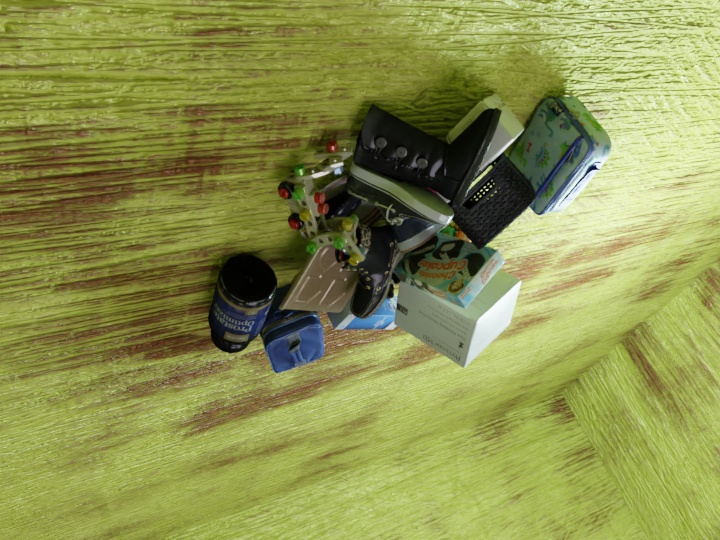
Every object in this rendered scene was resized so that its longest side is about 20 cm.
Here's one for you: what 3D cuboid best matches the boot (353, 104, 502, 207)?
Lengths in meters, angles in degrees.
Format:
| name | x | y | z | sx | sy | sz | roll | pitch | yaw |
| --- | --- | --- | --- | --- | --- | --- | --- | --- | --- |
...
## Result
| name | x | y | z | sx | sy | sz | roll | pitch | yaw |
| --- | --- | --- | --- | --- | --- | --- | --- | --- | --- |
| boot | 0.100 | -0.210 | 0.979 | 0.167 | 0.197 | 0.066 | -66 | 174 | 28 |

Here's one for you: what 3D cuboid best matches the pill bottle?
| name | x | y | z | sx | sy | sz | roll | pitch | yaw |
| --- | --- | --- | --- | --- | --- | --- | --- | --- | --- |
| pill bottle | -0.233 | 0.072 | 1.209 | 0.110 | 0.113 | 0.201 | -10 | 148 | -29 |

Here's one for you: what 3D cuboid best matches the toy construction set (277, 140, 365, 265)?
| name | x | y | z | sx | sy | sz | roll | pitch | yaw |
| --- | --- | --- | --- | --- | --- | --- | --- | --- | --- |
| toy construction set | -0.059 | -0.109 | 1.026 | 0.092 | 0.129 | 0.204 | -43 | 135 | -51 |

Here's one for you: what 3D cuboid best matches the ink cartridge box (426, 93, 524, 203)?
| name | x | y | z | sx | sy | sz | roll | pitch | yaw |
| --- | --- | --- | --- | --- | --- | --- | --- | --- | --- |
| ink cartridge box | 0.177 | -0.197 | 1.083 | 0.200 | 0.085 | 0.145 | -44 | 179 | 29 |

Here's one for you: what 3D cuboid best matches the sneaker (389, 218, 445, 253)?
| name | x | y | z | sx | sy | sz | roll | pitch | yaw |
| --- | --- | --- | --- | --- | --- | --- | --- | --- | --- |
| sneaker | 0.112 | -0.120 | 1.181 | 0.069 | 0.110 | 0.199 | -21 | -169 | 40 |

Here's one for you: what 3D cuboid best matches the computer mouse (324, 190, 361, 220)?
| name | x | y | z | sx | sy | sz | roll | pitch | yaw |
| --- | --- | --- | --- | --- | --- | --- | --- | --- | --- |
| computer mouse | 0.010 | -0.131 | 1.113 | 0.197 | 0.034 | 0.059 | -29 | 152 | 3 |

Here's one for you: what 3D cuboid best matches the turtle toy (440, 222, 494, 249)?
| name | x | y | z | sx | sy | sz | roll | pitch | yaw |
| --- | --- | --- | --- | --- | --- | --- | --- | --- | --- |
| turtle toy | 0.224 | -0.077 | 1.352 | 0.198 | 0.144 | 0.103 | -25 | 127 | -42 |

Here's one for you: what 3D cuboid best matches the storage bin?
| name | x | y | z | sx | sy | sz | roll | pitch | yaw |
| --- | --- | --- | --- | --- | --- | --- | --- | --- | --- |
| storage bin | 0.238 | -0.133 | 1.148 | 0.135 | 0.094 | 0.200 | -43 | -176 | 19 |

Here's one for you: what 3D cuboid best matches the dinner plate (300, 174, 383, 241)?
| name | x | y | z | sx | sy | sz | roll | pitch | yaw |
| --- | --- | --- | --- | --- | --- | --- | --- | --- | --- |
| dinner plate | -0.025 | -0.120 | 1.163 | 0.196 | 0.025 | 0.201 | -21 | 152 | -11 |

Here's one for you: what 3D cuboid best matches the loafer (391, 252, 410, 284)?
| name | x | y | z | sx | sy | sz | roll | pitch | yaw |
| --- | --- | --- | --- | --- | --- | --- | --- | --- | --- |
| loafer | 0.093 | -0.057 | 1.280 | 0.075 | 0.068 | 0.203 | -2 | 123 | -39 |

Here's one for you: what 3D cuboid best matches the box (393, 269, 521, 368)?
| name | x | y | z | sx | sy | sz | roll | pitch | yaw |
| --- | --- | --- | --- | --- | --- | --- | --- | --- | --- |
| box | 0.209 | 0.069 | 1.367 | 0.199 | 0.197 | 0.133 | -33 | 140 | -40 |

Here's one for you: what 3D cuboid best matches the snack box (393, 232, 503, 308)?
| name | x | y | z | sx | sy | sz | roll | pitch | yaw |
| --- | --- | --- | --- | --- | --- | --- | --- | --- | --- |
| snack box | 0.160 | -0.008 | 1.178 | 0.116 | 0.199 | 0.037 | -47 | 123 | -14 |

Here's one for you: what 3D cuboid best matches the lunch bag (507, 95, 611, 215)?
| name | x | y | z | sx | sy | sz | roll | pitch | yaw |
| --- | --- | --- | --- | --- | --- | --- | --- | --- | --- |
| lunch bag | 0.373 | -0.216 | 1.200 | 0.081 | 0.163 | 0.201 | -10 | 149 | -29 |

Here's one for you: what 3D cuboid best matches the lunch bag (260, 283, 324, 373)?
| name | x | y | z | sx | sy | sz | roll | pitch | yaw |
| --- | --- | --- | --- | --- | --- | --- | --- | --- | --- |
| lunch bag | -0.150 | 0.131 | 1.359 | 0.133 | 0.134 | 0.201 | -21 | 153 | -10 |

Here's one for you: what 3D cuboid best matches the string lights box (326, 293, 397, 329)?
| name | x | y | z | sx | sy | sz | roll | pitch | yaw |
| --- | --- | --- | --- | --- | --- | --- | --- | --- | --- |
| string lights box | 0.007 | 0.077 | 1.438 | 0.198 | 0.104 | 0.059 | 6 | 139 | -46 |

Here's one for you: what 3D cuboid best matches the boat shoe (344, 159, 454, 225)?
| name | x | y | z | sx | sy | sz | roll | pitch | yaw |
| --- | --- | --- | --- | --- | --- | --- | --- | --- | --- |
| boat shoe | 0.058 | -0.113 | 1.034 | 0.073 | 0.197 | 0.069 | -37 | 151 | -59 |

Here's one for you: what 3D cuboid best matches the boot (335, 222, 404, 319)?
| name | x | y | z | sx | sy | sz | roll | pitch | yaw |
| --- | --- | --- | --- | --- | --- | --- | --- | --- | --- |
| boot | -0.001 | -0.002 | 1.186 | 0.152 | 0.073 | 0.206 | 3 | 119 | -52 |

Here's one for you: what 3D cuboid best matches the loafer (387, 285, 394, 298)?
| name | x | y | z | sx | sy | sz | roll | pitch | yaw |
| --- | --- | --- | --- | --- | --- | --- | --- | --- | --- |
| loafer | 0.017 | 0.011 | 1.367 | 0.072 | 0.073 | 0.198 | -38 | 150 | 25 |

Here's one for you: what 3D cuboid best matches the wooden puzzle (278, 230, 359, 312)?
| name | x | y | z | sx | sy | sz | roll | pitch | yaw |
| --- | --- | --- | --- | --- | --- | --- | --- | --- | --- |
| wooden puzzle | -0.058 | -0.001 | 1.235 | 0.198 | 0.046 | 0.187 | 4 | 126 | -53 |
